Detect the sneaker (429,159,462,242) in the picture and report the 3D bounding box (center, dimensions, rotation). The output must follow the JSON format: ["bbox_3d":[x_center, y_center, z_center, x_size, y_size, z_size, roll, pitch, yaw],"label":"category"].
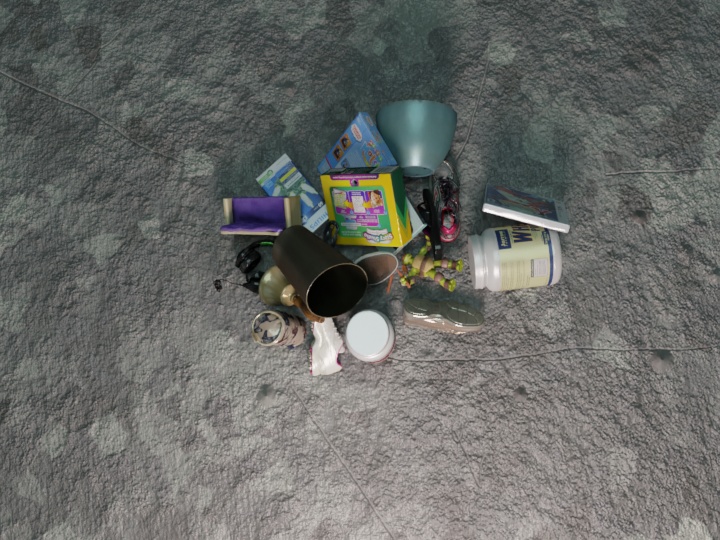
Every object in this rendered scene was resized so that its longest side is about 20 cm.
[{"bbox_3d":[0.213,-0.176,1.575,0.078,0.075,0.206,-7,79,4],"label":"sneaker"}]

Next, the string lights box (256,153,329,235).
[{"bbox_3d":[-0.159,-0.179,1.617,0.102,0.059,0.201,-40,80,-3],"label":"string lights box"}]

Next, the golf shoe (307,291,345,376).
[{"bbox_3d":[-0.079,0.150,1.542,0.089,0.075,0.206,3,102,-6],"label":"golf shoe"}]

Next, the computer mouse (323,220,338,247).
[{"bbox_3d":[-0.098,-0.029,1.571,0.058,0.034,0.203,40,112,29],"label":"computer mouse"}]

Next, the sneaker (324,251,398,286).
[{"bbox_3d":[0.000,0.000,1.551,0.196,0.085,0.074,-23,105,15],"label":"sneaker"}]

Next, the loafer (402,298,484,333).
[{"bbox_3d":[0.196,0.114,1.545,0.194,0.064,0.073,10,49,4],"label":"loafer"}]

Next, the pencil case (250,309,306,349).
[{"bbox_3d":[-0.188,0.139,1.497,0.089,0.200,0.078,-44,76,2],"label":"pencil case"}]

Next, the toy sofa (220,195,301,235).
[{"bbox_3d":[-0.245,-0.135,1.559,0.195,0.097,0.085,3,102,28],"label":"toy sofa"}]

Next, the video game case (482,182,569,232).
[{"bbox_3d":[0.384,-0.150,1.510,0.195,0.183,0.024,15,115,7],"label":"video game case"}]

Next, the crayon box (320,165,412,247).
[{"bbox_3d":[0.013,-0.149,1.510,0.196,0.058,0.177,4,118,33],"label":"crayon box"}]

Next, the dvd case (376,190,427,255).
[{"bbox_3d":[0.060,-0.147,1.563,0.146,0.022,0.203,-41,68,32],"label":"dvd case"}]

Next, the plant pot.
[{"bbox_3d":[0.132,-0.302,1.541,0.194,0.200,0.139,1,82,5],"label":"plant pot"}]

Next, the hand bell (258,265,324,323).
[{"bbox_3d":[-0.146,0.072,1.503,0.199,0.104,0.105,32,84,45],"label":"hand bell"}]

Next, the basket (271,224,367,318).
[{"bbox_3d":[-0.107,-0.006,1.468,0.199,0.178,0.139,40,113,37],"label":"basket"}]

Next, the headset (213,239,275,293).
[{"bbox_3d":[-0.265,-0.001,1.581,0.196,0.094,0.126,-25,79,-11],"label":"headset"}]

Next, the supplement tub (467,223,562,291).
[{"bbox_3d":[0.355,-0.030,1.502,0.194,0.145,0.149,-7,80,4],"label":"supplement tub"}]

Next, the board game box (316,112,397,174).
[{"bbox_3d":[-0.013,-0.253,1.561,0.200,0.036,0.154,-44,68,41],"label":"board game box"}]

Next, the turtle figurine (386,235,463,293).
[{"bbox_3d":[0.156,-0.002,1.551,0.158,0.065,0.202,20,60,22],"label":"turtle figurine"}]

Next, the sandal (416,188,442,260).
[{"bbox_3d":[0.158,-0.116,1.542,0.047,0.076,0.205,-7,54,0],"label":"sandal"}]

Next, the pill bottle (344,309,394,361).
[{"bbox_3d":[0.023,0.151,1.475,0.111,0.200,0.118,-1,80,5],"label":"pill bottle"}]
